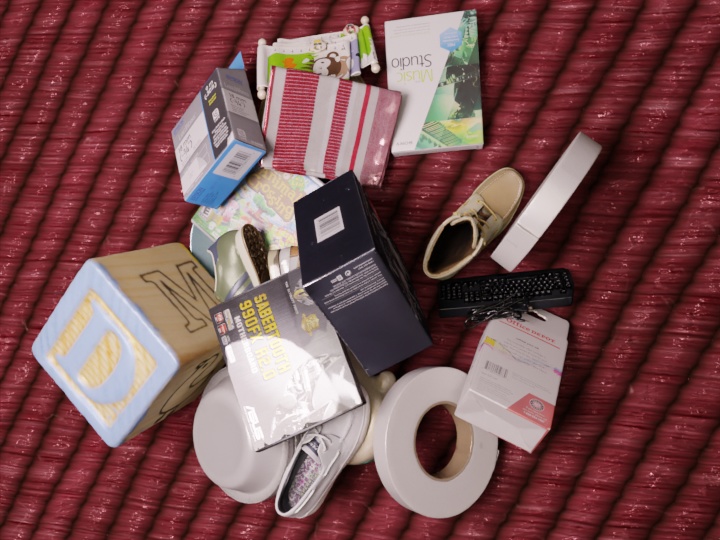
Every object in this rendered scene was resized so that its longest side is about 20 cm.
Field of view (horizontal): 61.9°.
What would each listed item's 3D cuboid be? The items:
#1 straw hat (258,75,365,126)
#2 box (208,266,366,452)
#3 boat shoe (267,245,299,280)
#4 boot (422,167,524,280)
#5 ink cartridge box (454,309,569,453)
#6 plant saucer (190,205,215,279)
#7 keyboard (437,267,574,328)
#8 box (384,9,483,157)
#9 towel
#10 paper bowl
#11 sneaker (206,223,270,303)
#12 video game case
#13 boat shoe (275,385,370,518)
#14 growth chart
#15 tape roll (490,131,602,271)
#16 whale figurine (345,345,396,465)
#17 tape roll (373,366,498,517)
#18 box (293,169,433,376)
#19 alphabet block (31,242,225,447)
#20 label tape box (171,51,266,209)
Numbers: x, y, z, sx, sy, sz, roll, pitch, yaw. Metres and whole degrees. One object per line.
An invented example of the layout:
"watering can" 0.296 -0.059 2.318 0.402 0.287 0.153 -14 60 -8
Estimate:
"straw hat" -0.083 -0.246 0.928 0.196 0.085 0.207 0 89 11
"box" -0.099 0.115 0.807 0.156 0.048 0.204 -23 75 3
"boat shoe" -0.083 0.065 0.884 0.067 0.075 0.205 -11 99 6
"boot" 0.162 -0.067 0.845 0.072 0.155 0.201 42 97 8
"ink cartridge box" 0.219 0.136 0.847 0.115 0.201 0.068 25 136 9
"plant saucer" -0.176 -0.044 0.968 0.196 0.039 0.206 0 89 11
"keyboard" 0.209 0.029 0.866 0.195 0.105 0.040 -8 130 10
"box" 0.112 -0.283 0.917 0.141 0.036 0.205 -4 91 11
"towel" -0.045 -0.206 0.880 0.195 0.023 0.147 7 109 -17
"paper bowl" -0.172 0.241 0.897 0.197 0.103 0.206 -1 88 38
"sneaker" -0.174 0.039 0.902 0.088 0.067 0.205 -14 92 24
"video game case" -0.140 -0.086 0.930 0.199 0.022 0.183 40 97 9
"boat shoe" -0.056 0.246 0.824 0.072 0.068 0.202 35 94 26
"growth chart" -0.066 -0.318 0.906 0.195 0.018 0.147 -13 58 -6
"tape roll" 0.247 -0.090 0.807 0.037 0.203 0.205 36 96 8
"whale figurine" -0.010 0.191 0.918 0.157 0.104 0.204 -25 63 18
"tape roll" 0.110 0.240 0.852 0.199 0.037 0.208 5 81 -30
"box" 0.000 0.000 0.821 0.102 0.202 0.183 -26 127 9
"alphabet block" -0.317 0.099 0.894 0.197 0.200 0.196 47 112 7
"label tape box" -0.222 -0.220 0.903 0.144 0.062 0.203 -38 58 34
